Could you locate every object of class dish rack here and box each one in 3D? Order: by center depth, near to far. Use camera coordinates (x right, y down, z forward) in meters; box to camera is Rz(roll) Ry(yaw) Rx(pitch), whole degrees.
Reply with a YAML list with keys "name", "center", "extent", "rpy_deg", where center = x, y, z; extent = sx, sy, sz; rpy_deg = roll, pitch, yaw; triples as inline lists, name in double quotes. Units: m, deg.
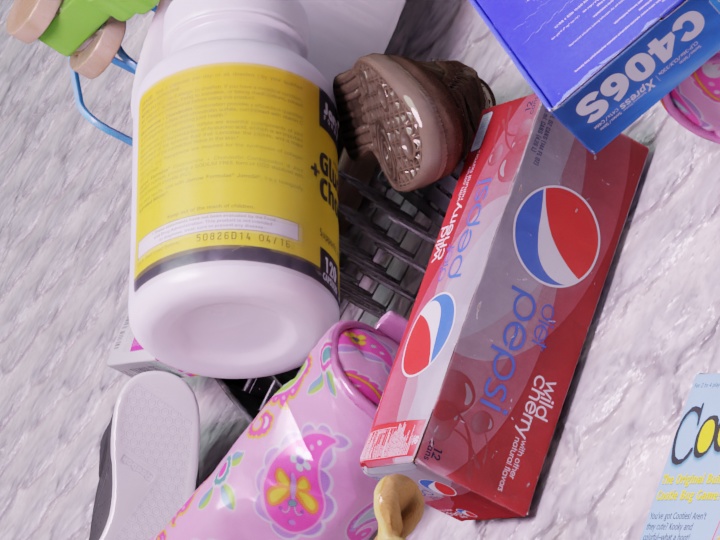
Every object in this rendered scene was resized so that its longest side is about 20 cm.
- name: "dish rack"
  center: [0.000, 0.000, 1.662]
  extent: [0.200, 0.054, 0.153]
  rpy_deg: [-61, 23, 6]

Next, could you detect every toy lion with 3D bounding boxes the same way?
- name: "toy lion"
  center: [-0.138, -0.228, 1.888]
  extent: [0.192, 0.069, 0.200]
  rpy_deg: [-41, 30, 35]

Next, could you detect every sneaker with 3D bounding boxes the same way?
- name: "sneaker"
  center: [0.037, -0.088, 1.566]
  extent: [0.200, 0.075, 0.071]
  rpy_deg: [-144, 41, -76]
- name: "sneaker"
  center: [-0.128, 0.162, 1.768]
  extent: [0.099, 0.071, 0.201]
  rpy_deg: [116, 162, -83]

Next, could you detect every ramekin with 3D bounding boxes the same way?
- name: "ramekin"
  center: [-0.048, -0.157, 1.788]
  extent: [0.201, 0.098, 0.201]
  rpy_deg: [-54, 20, 31]

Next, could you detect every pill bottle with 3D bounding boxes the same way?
- name: "pill bottle"
  center: [-0.067, -0.052, 1.609]
  extent: [0.112, 0.112, 0.200]
  rpy_deg: [-38, 43, 47]

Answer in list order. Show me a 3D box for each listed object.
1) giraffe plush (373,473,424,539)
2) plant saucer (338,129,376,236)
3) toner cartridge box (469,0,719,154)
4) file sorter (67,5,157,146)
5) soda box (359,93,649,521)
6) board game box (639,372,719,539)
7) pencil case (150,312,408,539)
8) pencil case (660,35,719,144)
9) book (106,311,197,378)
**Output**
- name: "giraffe plush"
  center: [0.018, 0.183, 1.319]
  extent: [0.173, 0.200, 0.162]
  rpy_deg: [-58, -6, 23]
- name: "plant saucer"
  center: [-0.039, -0.050, 1.823]
  extent: [0.200, 0.029, 0.200]
  rpy_deg: [-51, 23, 31]
- name: "toner cartridge box"
  center: [0.148, -0.151, 1.311]
  extent: [0.200, 0.043, 0.095]
  rpy_deg: [-40, 48, 10]
- name: "file sorter"
  center: [-0.089, -0.175, 1.961]
  extent: [0.200, 0.123, 0.139]
  rpy_deg: [-55, 24, 19]
- name: "soda box"
  center: [0.070, 0.018, 1.463]
  extent: [0.063, 0.070, 0.200]
  rpy_deg: [-12, 54, 61]
- name: "board game box"
  center: [0.156, 0.147, 1.088]
  extent: [0.105, 0.103, 0.200]
  rpy_deg: [-7, 59, 64]
- name: "pencil case"
  center: [-0.033, 0.113, 1.549]
  extent: [0.200, 0.087, 0.088]
  rpy_deg: [-51, 25, 29]
- name: "pencil case"
  center: [0.189, -0.155, 1.377]
  extent: [0.087, 0.087, 0.200]
  rpy_deg: [-30, 38, 54]
- name: "book"
  center: [-0.096, -0.001, 1.776]
  extent: [0.134, 0.048, 0.200]
  rpy_deg: [-66, 13, -9]
